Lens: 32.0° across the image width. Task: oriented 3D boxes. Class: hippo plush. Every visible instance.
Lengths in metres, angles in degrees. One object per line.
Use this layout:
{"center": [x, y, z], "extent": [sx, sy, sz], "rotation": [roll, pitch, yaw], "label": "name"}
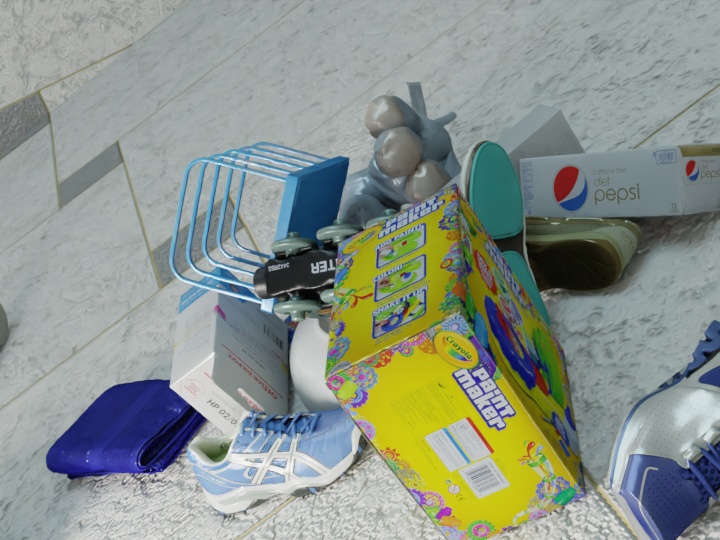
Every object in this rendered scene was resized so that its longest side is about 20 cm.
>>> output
{"center": [0.023, -0.108, 1.435], "extent": [0.160, 0.159, 0.201], "rotation": [-37, 42, 24], "label": "hippo plush"}

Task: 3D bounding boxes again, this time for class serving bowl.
{"center": [0.009, 0.055, 1.261], "extent": [0.199, 0.066, 0.201], "rotation": [-22, 36, 17], "label": "serving bowl"}

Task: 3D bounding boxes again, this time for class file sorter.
{"center": [-0.105, -0.055, 1.329], "extent": [0.122, 0.140, 0.200], "rotation": [14, 13, 11], "label": "file sorter"}

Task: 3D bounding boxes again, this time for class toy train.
{"center": [0.000, 0.000, 1.177], "extent": [0.198, 0.114, 0.086], "rotation": [-12, 77, 27], "label": "toy train"}

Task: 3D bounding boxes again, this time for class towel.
{"center": [-0.259, 0.183, 1.441], "extent": [0.199, 0.050, 0.148], "rotation": [-9, 30, 45], "label": "towel"}

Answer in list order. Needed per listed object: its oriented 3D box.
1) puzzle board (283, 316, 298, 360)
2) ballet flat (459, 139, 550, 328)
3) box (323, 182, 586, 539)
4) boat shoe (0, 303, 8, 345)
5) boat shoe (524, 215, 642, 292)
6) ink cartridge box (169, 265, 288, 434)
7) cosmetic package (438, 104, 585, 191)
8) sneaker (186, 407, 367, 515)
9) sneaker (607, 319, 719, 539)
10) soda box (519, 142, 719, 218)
{"center": [-0.013, 0.054, 1.379], "extent": [0.151, 0.017, 0.200], "rotation": [-45, 26, -13], "label": "puzzle board"}
{"center": [0.122, -0.019, 1.169], "extent": [0.069, 0.202, 0.069], "rotation": [-13, -12, -3], "label": "ballet flat"}
{"center": [0.076, 0.075, 1.019], "extent": [0.121, 0.201, 0.193], "rotation": [-27, 28, 18], "label": "box"}
{"center": [-0.594, 0.115, 1.939], "extent": [0.060, 0.074, 0.201], "rotation": [-24, 37, 14], "label": "boat shoe"}
{"center": [0.176, -0.022, 1.213], "extent": [0.200, 0.074, 0.063], "rotation": [-2, 30, 48], "label": "boat shoe"}
{"center": [-0.136, 0.101, 1.322], "extent": [0.068, 0.115, 0.201], "rotation": [-35, 29, 19], "label": "ink cartridge box"}
{"center": [0.146, -0.080, 1.328], "extent": [0.200, 0.083, 0.051], "rotation": [-40, 23, -8], "label": "cosmetic package"}
{"center": [-0.079, 0.170, 1.197], "extent": [0.199, 0.077, 0.076], "rotation": [-25, 26, 20], "label": "sneaker"}
{"center": [0.266, 0.104, 0.874], "extent": [0.200, 0.081, 0.115], "rotation": [-47, 26, -24], "label": "sneaker"}
{"center": [0.246, -0.083, 1.201], "extent": [0.068, 0.064, 0.199], "rotation": [-7, 5, -38], "label": "soda box"}
